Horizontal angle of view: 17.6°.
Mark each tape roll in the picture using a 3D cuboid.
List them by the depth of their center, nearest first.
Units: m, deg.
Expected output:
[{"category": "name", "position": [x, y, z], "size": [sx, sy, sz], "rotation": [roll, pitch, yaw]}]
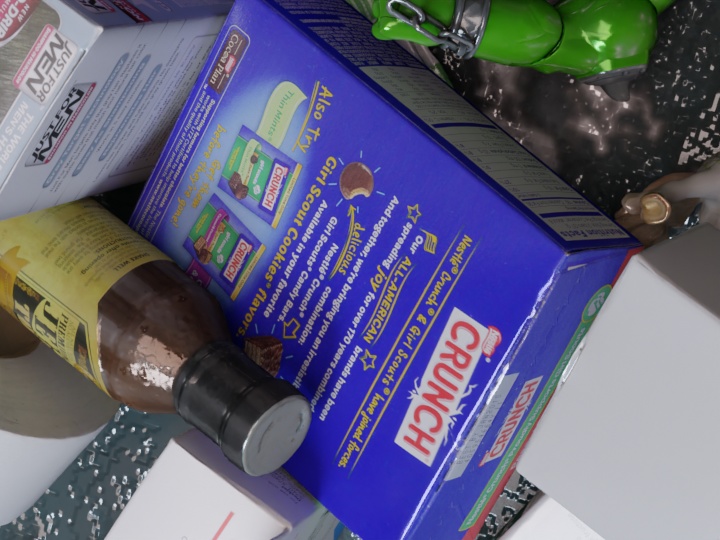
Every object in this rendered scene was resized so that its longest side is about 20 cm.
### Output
[{"category": "tape roll", "position": [-0.207, 0.021, 1.067], "size": [0.202, 0.202, 0.071], "rotation": [47, 114, 6]}]

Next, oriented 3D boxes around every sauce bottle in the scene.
[{"category": "sauce bottle", "position": [-0.103, 0.018, 1.003], "size": [0.200, 0.065, 0.065], "rotation": [35, 108, 33]}]

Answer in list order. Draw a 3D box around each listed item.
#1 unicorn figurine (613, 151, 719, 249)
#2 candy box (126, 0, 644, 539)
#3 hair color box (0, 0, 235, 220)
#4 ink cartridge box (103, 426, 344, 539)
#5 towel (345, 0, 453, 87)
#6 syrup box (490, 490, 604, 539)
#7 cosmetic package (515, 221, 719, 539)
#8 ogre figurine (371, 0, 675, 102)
[{"category": "unicorn figurine", "position": [0.204, -0.023, 0.987], "size": [0.199, 0.137, 0.074], "rotation": [19, 113, 29]}, {"category": "candy box", "position": [0.000, 0.000, 1.014], "size": [0.200, 0.077, 0.169], "rotation": [42, 117, 26]}, {"category": "hair color box", "position": [-0.117, -0.086, 1.005], "size": [0.061, 0.200, 0.099], "rotation": [37, 107, 9]}, {"category": "ink cartridge box", "position": [-0.067, 0.125, 1.040], "size": [0.068, 0.200, 0.116], "rotation": [36, 106, 9]}, {"category": "towel", "position": [-0.038, -0.085, 1.095], "size": [0.152, 0.023, 0.200], "rotation": [-31, 88, 19]}, {"category": "syrup box", "position": [0.110, 0.129, 1.050], "size": [0.081, 0.079, 0.200], "rotation": [47, 108, 6]}, {"category": "cosmetic package", "position": [0.173, 0.084, 0.903], "size": [0.200, 0.081, 0.113], "rotation": [40, 119, 20]}, {"category": "ogre figurine", "position": [0.099, -0.164, 0.996], "size": [0.120, 0.200, 0.098], "rotation": [31, 149, -11]}]
